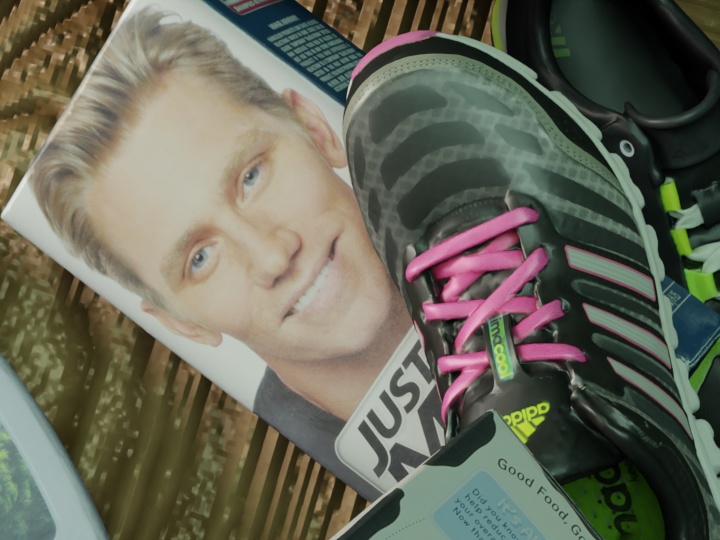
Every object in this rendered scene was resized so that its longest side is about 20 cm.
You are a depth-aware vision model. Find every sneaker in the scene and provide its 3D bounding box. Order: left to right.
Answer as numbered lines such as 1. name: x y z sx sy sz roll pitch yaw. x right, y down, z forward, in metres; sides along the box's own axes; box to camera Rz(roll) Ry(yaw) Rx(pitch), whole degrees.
1. sneaker: 0.049 0.028 0.797 0.074 0.087 0.201 -23 93 20
2. sneaker: 0.096 -0.023 0.904 0.072 0.083 0.200 -30 78 -8

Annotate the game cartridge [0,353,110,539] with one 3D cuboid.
1. game cartridge: -0.158 0.075 0.899 0.133 0.041 0.200 -34 79 -14

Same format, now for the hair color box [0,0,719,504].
1. hair color box: 0.000 0.000 0.887 0.200 0.061 0.100 37 111 8

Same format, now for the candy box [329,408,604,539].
1. candy box: -0.040 0.143 0.733 0.072 0.168 0.200 49 47 3
